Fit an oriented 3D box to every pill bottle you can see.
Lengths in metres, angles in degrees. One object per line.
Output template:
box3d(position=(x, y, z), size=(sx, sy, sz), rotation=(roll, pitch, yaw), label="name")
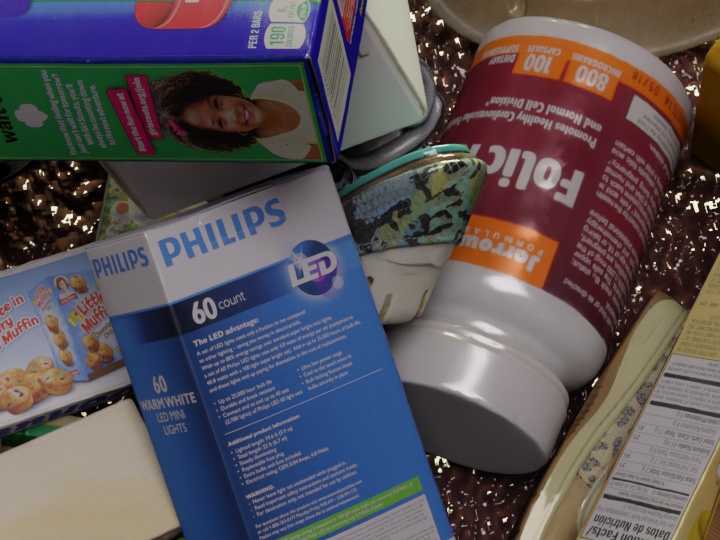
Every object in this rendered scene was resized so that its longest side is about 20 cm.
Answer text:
box3d(position=(0.078, -0.011, 1.356), size=(0.114, 0.114, 0.200), rotation=(21, 68, 4), label="pill bottle")

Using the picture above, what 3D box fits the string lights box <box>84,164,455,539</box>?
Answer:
box3d(position=(-0.035, 0.065, 1.232), size=(0.103, 0.059, 0.200), rotation=(-21, 94, -33), label="string lights box")

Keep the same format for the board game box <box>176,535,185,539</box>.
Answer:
box3d(position=(-0.050, 0.182, 1.276), size=(0.200, 0.045, 0.135), rotation=(-28, 82, -27), label="board game box")

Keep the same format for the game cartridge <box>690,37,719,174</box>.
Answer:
box3d(position=(0.245, -0.027, 1.341), size=(0.200, 0.176, 0.032), rotation=(41, 84, 12), label="game cartridge")

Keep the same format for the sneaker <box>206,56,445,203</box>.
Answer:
box3d(position=(-0.003, -0.116, 1.368), size=(0.114, 0.075, 0.200), rotation=(5, 67, 42), label="sneaker")

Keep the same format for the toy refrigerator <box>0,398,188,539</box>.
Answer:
box3d(position=(-0.179, 0.133, 1.228), size=(0.200, 0.076, 0.070), rotation=(-23, 80, -27), label="toy refrigerator")

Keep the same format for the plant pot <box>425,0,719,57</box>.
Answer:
box3d(position=(0.120, -0.235, 1.420), size=(0.200, 0.201, 0.184), rotation=(-1, 57, -4), label="plant pot")

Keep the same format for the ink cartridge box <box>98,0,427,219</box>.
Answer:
box3d(position=(-0.060, -0.140, 1.308), size=(0.146, 0.084, 0.200), rotation=(-20, 50, 14), label="ink cartridge box")

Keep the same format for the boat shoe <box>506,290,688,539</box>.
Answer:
box3d(position=(0.121, 0.101, 1.338), size=(0.063, 0.073, 0.200), rotation=(30, 67, 4), label="boat shoe")

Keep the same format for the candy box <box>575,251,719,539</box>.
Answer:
box3d(position=(0.187, 0.077, 1.327), size=(0.055, 0.115, 0.200), rotation=(9, 62, 41), label="candy box")

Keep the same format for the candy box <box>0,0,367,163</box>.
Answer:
box3d(position=(-0.101, -0.129, 1.189), size=(0.200, 0.077, 0.169), rotation=(-1, 52, 12), label="candy box")

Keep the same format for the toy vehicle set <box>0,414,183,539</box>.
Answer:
box3d(position=(-0.153, 0.128, 1.298), size=(0.200, 0.027, 0.124), rotation=(9, 67, -17), label="toy vehicle set")

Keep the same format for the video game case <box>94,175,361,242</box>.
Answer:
box3d(position=(-0.056, -0.036, 1.408), size=(0.143, 0.018, 0.200), rotation=(9, 68, 0), label="video game case")

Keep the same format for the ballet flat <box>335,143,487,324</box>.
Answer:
box3d(position=(0.000, 0.000, 1.295), size=(0.074, 0.200, 0.074), rotation=(9, 71, -27), label="ballet flat")

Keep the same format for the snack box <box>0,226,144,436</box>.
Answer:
box3d(position=(-0.157, 0.035, 1.303), size=(0.200, 0.024, 0.072), rotation=(-18, 78, -25), label="snack box")

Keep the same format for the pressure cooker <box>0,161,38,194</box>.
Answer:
box3d(position=(-0.228, -0.113, 1.342), size=(0.178, 0.176, 0.200), rotation=(-8, 71, -9), label="pressure cooker")
